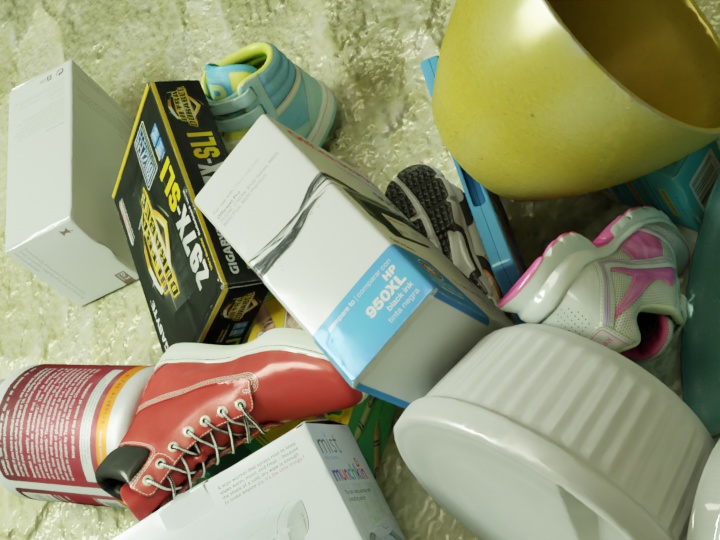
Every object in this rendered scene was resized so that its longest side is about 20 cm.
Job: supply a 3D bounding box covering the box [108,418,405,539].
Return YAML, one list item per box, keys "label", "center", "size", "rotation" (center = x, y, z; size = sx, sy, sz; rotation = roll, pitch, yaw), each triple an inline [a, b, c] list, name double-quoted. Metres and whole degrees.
- label: "box"
  center: [-0.066, 0.225, 0.881]
  size: [0.199, 0.097, 0.177]
  rotation: [-33, 74, 12]

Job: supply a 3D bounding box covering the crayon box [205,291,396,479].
- label: "crayon box"
  center: [-0.030, 0.080, 1.016]
  size: [0.118, 0.058, 0.201]
  rotation: [1, 63, 34]

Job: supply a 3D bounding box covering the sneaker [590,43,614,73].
- label: "sneaker"
  center: [0.199, -0.205, 1.020]
  size: [0.082, 0.074, 0.201]
  rotation: [-11, 41, 13]

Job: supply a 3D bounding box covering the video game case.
- label: "video game case"
  center: [0.094, -0.041, 0.956]
  size: [0.018, 0.143, 0.201]
  rotation: [-21, 52, 8]

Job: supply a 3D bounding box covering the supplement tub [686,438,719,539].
- label: "supplement tub"
  center: [0.291, 0.161, 0.711]
  size: [0.199, 0.132, 0.133]
  rotation: [8, 66, 35]

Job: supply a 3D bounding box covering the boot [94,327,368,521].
- label: "boot"
  center: [-0.092, 0.116, 0.922]
  size: [0.199, 0.073, 0.145]
  rotation: [-9, 38, 37]

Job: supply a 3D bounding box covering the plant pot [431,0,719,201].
- label: "plant pot"
  center: [0.128, -0.127, 0.869]
  size: [0.142, 0.199, 0.201]
  rotation: [-43, 43, 36]

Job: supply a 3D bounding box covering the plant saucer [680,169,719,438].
- label: "plant saucer"
  center: [0.246, 0.008, 0.822]
  size: [0.036, 0.200, 0.201]
  rotation: [10, 63, 0]

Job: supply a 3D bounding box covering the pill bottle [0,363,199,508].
- label: "pill bottle"
  center: [-0.231, 0.133, 1.076]
  size: [0.199, 0.113, 0.114]
  rotation: [-1, 61, 32]

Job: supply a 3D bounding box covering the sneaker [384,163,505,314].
- label: "sneaker"
  center: [0.081, 0.018, 0.980]
  size: [0.073, 0.080, 0.201]
  rotation: [-22, 70, 29]

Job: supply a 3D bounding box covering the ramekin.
- label: "ramekin"
  center: [0.128, 0.119, 0.807]
  size: [0.202, 0.203, 0.094]
  rotation: [20, 63, 39]

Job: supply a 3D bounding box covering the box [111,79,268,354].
- label: "box"
  center: [-0.142, -0.029, 1.075]
  size: [0.160, 0.049, 0.201]
  rotation: [-56, 48, 49]

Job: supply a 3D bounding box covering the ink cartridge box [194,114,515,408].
- label: "ink cartridge box"
  center: [0.000, 0.000, 0.895]
  size: [0.084, 0.144, 0.200]
  rotation: [-50, 56, 9]

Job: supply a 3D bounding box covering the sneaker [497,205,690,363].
- label: "sneaker"
  center: [0.171, 0.021, 0.862]
  size: [0.088, 0.199, 0.081]
  rotation: [49, 125, 16]

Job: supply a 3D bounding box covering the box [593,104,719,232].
- label: "box"
  center: [0.174, -0.095, 0.980]
  size: [0.199, 0.082, 0.049]
  rotation: [26, 78, 41]

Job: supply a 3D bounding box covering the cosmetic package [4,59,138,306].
- label: "cosmetic package"
  center: [-0.268, -0.082, 1.237]
  size: [0.081, 0.113, 0.201]
  rotation: [-22, 50, 19]

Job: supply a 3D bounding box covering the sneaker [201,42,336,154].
- label: "sneaker"
  center: [-0.105, -0.102, 1.120]
  size: [0.079, 0.131, 0.201]
  rotation: [7, 69, 36]
